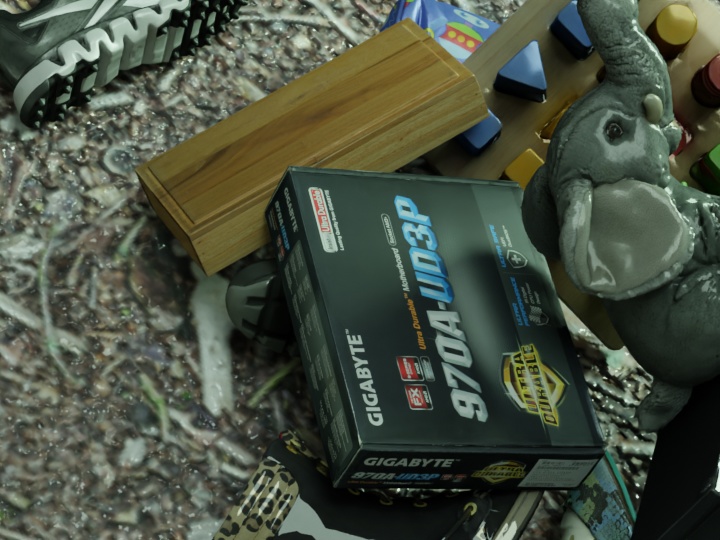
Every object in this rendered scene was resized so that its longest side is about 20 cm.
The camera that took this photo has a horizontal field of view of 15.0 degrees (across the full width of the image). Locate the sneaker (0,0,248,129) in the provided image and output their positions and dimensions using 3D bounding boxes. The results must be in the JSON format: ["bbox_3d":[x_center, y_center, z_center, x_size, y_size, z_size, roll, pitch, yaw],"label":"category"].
[{"bbox_3d":[-0.158,-0.169,1.752,0.200,0.067,0.091,-31,71,-30],"label":"sneaker"}]

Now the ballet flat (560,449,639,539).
[{"bbox_3d":[0.147,0.193,1.589,0.074,0.074,0.201,-8,55,-22],"label":"ballet flat"}]

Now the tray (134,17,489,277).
[{"bbox_3d":[-0.031,-0.079,1.675,0.199,0.037,0.099,-31,35,-9],"label":"tray"}]

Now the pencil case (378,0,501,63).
[{"bbox_3d":[0.097,-0.112,1.782,0.199,0.078,0.087,23,41,0],"label":"pencil case"}]

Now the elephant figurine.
[{"bbox_3d":[0.154,-0.039,1.573,0.200,0.141,0.156,35,56,-12],"label":"elephant figurine"}]

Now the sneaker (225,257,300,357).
[{"bbox_3d":[0.000,0.000,1.687,0.199,0.076,0.079,-7,45,-31],"label":"sneaker"}]

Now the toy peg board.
[{"bbox_3d":[0.163,-0.090,1.696,0.200,0.098,0.199,-44,88,-4],"label":"toy peg board"}]

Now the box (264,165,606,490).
[{"bbox_3d":[0.042,0.034,1.588,0.158,0.046,0.201,3,52,-24],"label":"box"}]

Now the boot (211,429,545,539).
[{"bbox_3d":[0.012,0.141,1.579,0.150,0.073,0.200,32,59,4],"label":"boot"}]

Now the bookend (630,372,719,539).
[{"bbox_3d":[0.274,0.137,1.604,0.198,0.092,0.200,33,41,-8],"label":"bookend"}]
